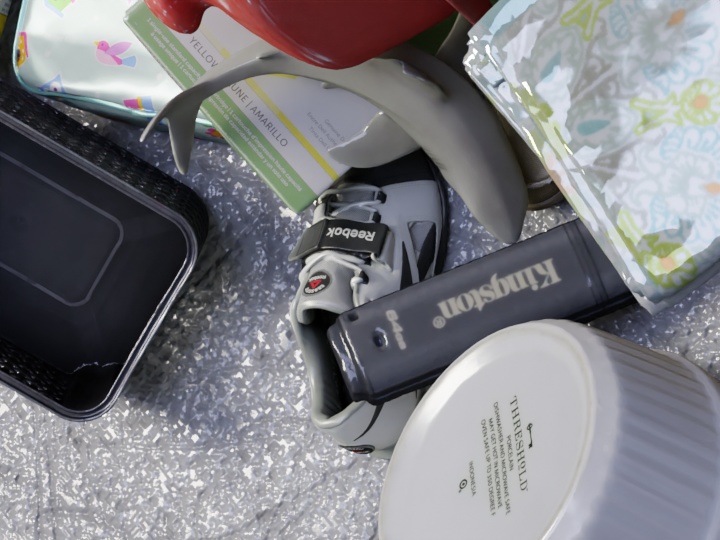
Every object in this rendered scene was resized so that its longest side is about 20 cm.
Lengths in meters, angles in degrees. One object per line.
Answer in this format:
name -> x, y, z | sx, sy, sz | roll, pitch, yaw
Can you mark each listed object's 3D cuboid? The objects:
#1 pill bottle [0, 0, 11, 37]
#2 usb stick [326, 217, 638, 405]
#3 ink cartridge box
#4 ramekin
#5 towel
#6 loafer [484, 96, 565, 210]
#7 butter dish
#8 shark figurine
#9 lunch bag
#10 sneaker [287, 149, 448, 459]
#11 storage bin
pill bottle -> -0.280, -0.121, 1.790 | 0.112, 0.113, 0.201 | 17, 90, 28
usb stick -> 0.081, 0.014, 1.593 | 0.199, 0.033, 0.056 | -22, 79, -2
ink cartridge box -> -0.010, -0.150, 1.629 | 0.200, 0.048, 0.146 | -42, 96, -2
ramekin -> 0.095, 0.117, 1.529 | 0.202, 0.094, 0.203 | -35, 39, 35
towel -> 0.164, -0.101, 1.403 | 0.200, 0.048, 0.171 | -40, 71, 17
loafer -> 0.108, -0.132, 1.619 | 0.076, 0.067, 0.201 | 17, 91, 28
butter dish -> -0.049, -0.178, 1.509 | 0.148, 0.199, 0.200 | -38, 58, 8
shark figurine -> -0.002, -0.096, 1.566 | 0.214, 0.089, 0.129 | 12, 91, -9
lunch bag -> -0.095, -0.159, 1.721 | 0.199, 0.077, 0.161 | 11, 87, 27
sneaker -> 0.000, 0.000, 1.647 | 0.074, 0.088, 0.201 | -9, 78, 28
storage bin -> -0.199, -0.021, 1.698 | 0.200, 0.094, 0.135 | 30, 99, -5
